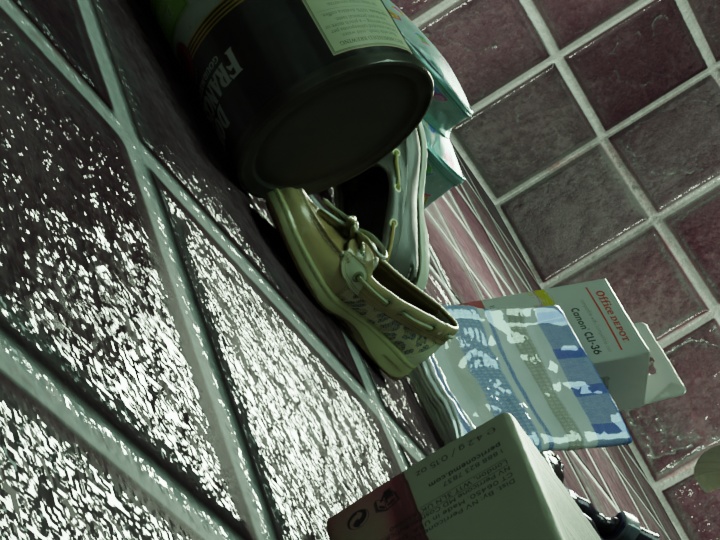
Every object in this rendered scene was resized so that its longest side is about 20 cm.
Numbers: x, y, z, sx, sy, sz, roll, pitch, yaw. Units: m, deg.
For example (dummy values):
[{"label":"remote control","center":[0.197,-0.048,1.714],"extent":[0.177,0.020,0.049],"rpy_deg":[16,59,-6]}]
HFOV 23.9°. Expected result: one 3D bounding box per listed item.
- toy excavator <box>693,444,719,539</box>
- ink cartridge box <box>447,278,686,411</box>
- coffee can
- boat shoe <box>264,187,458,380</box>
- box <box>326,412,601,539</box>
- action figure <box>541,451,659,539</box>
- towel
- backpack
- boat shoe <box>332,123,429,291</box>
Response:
[{"label":"toy excavator","center":[0.284,0.267,1.428],"extent":[0.100,0.200,0.195],"rpy_deg":[50,11,-49]},{"label":"ink cartridge box","center":[0.182,0.073,1.521],"extent":[0.117,0.200,0.068],"rpy_deg":[-113,-164,-51]},{"label":"coffee can","center":[-0.059,-0.171,1.168],"extent":[0.200,0.146,0.146],"rpy_deg":[61,8,23]},{"label":"boat shoe","center":[0.000,0.000,1.185],"extent":[0.200,0.063,0.073],"rpy_deg":[49,12,-47]},{"label":"box","center":[0.072,0.182,0.755],"extent":[0.128,0.109,0.200],"rpy_deg":[54,9,-28]},{"label":"action figure","center":[0.182,0.212,1.510],"extent":[0.200,0.069,0.130],"rpy_deg":[44,18,-15]},{"label":"towel","center":[0.121,0.085,1.381],"extent":[0.200,0.024,0.147],"rpy_deg":[2,48,-37]},{"label":"backpack","center":[0.013,-0.144,1.518],"extent":[0.200,0.153,0.176],"rpy_deg":[57,4,-28]},{"label":"boat shoe","center":[0.012,-0.072,1.355],"extent":[0.061,0.072,0.202],"rpy_deg":[23,53,-51]}]
